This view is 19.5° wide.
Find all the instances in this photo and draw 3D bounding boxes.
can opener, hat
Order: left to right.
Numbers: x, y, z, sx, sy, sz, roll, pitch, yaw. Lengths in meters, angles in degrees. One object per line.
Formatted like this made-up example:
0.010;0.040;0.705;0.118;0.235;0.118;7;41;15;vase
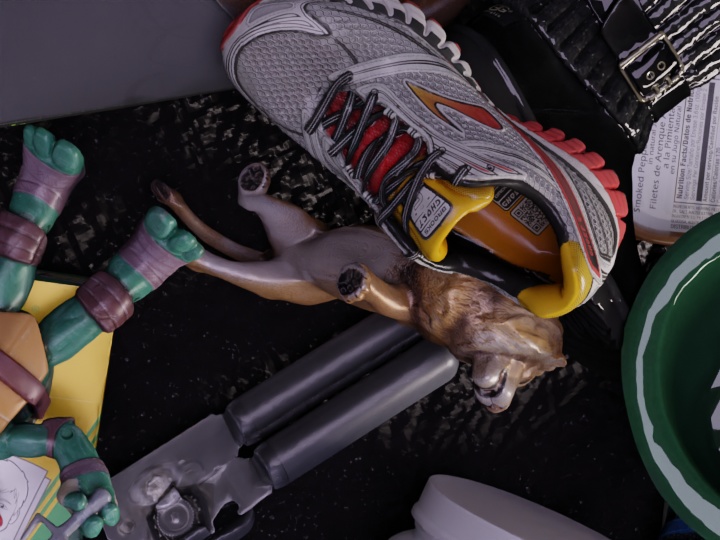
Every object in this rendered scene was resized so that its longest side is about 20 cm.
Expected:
-0.042;0.087;1.061;0.199;0.067;0.054;-32;69;-10;can opener
0.209;0.073;1.057;0.165;0.176;0.201;-23;85;-3;hat

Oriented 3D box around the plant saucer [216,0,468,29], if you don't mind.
0.001;-0.192;0.939;0.199;0.034;0.202;-3;95;-36;plant saucer

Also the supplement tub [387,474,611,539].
0.052;0.218;1.038;0.144;0.145;0.201;21;94;-11;supplement tub

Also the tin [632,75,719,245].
0.202;-0.065;1.076;0.198;0.042;0.113;5;93;-9;tin

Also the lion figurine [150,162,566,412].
0.000;0.000;1.015;0.122;0.199;0.073;29;85;-54;lion figurine

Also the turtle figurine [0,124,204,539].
-0.165;0.044;0.948;0.150;0.100;0.201;39;73;-26;turtle figurine

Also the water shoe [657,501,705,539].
0.187;0.154;1.082;0.071;0.079;0.201;24;94;-11;water shoe

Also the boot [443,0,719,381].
0.131;-0.067;1.009;0.157;0.079;0.212;-36;120;-19;boot

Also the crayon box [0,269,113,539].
-0.228;0.078;1.021;0.198;0.058;0.174;8;97;-10;crayon box

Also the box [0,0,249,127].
-0.156;-0.146;0.966;0.198;0.124;0.150;-9;101;-8;box

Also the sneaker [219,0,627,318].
0.028;-0.053;0.901;0.199;0.082;0.078;31;122;-5;sneaker
